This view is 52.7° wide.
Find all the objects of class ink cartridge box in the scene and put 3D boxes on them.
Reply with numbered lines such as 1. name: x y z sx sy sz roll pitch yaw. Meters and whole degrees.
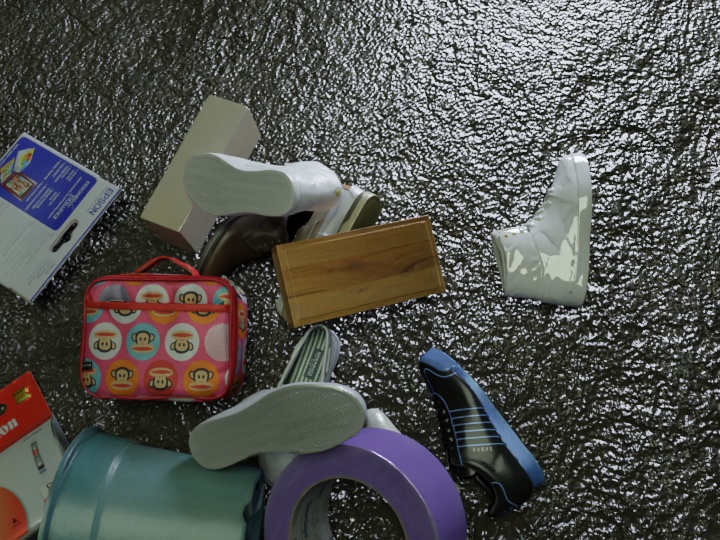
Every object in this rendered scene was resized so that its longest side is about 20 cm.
1. ink cartridge box: -0.442 0.242 0.895 0.162 0.050 0.200 -35 72 -7
2. ink cartridge box: -0.461 -0.072 1.026 0.199 0.047 0.198 29 74 15

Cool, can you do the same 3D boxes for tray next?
1. tray: 0.000 0.000 0.888 0.199 0.037 0.099 -12 88 -20

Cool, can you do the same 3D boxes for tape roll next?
1. tape roll: 0.004 0.273 0.760 0.199 0.085 0.201 0 90 27

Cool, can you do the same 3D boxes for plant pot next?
1. plant pot: -0.210 0.280 0.782 0.195 0.200 0.201 6 69 2

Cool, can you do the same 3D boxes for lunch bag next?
1. lunch bag: -0.239 0.071 0.899 0.199 0.082 0.177 0 83 6

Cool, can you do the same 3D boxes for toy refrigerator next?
1. toy refrigerator: -0.218 -0.133 1.000 0.070 0.076 0.201 19 73 14

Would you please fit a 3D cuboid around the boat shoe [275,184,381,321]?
1. boat shoe: -0.052 -0.023 0.941 0.068 0.075 0.200 26 72 30

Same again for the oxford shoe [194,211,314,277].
1. oxford shoe: -0.134 -0.041 0.954 0.084 0.073 0.200 42 79 18

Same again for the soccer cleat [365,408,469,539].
1. soccer cleat: 0.067 0.241 0.822 0.077 0.069 0.201 -26 74 -9

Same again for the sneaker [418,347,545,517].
1. sneaker: 0.119 0.183 0.833 0.078 0.070 0.200 -34 69 -14

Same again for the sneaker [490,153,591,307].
1. sneaker: 0.222 -0.059 0.905 0.115 0.074 0.201 6 71 6

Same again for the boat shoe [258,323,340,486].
1. boat shoe: -0.080 0.156 0.871 0.073 0.067 0.201 10 70 12

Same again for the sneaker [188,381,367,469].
1. sneaker: -0.072 0.148 0.775 0.199 0.116 0.074 -16 93 21

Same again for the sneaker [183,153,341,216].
1. sneaker: -0.119 -0.104 0.902 0.199 0.115 0.074 16 107 35
